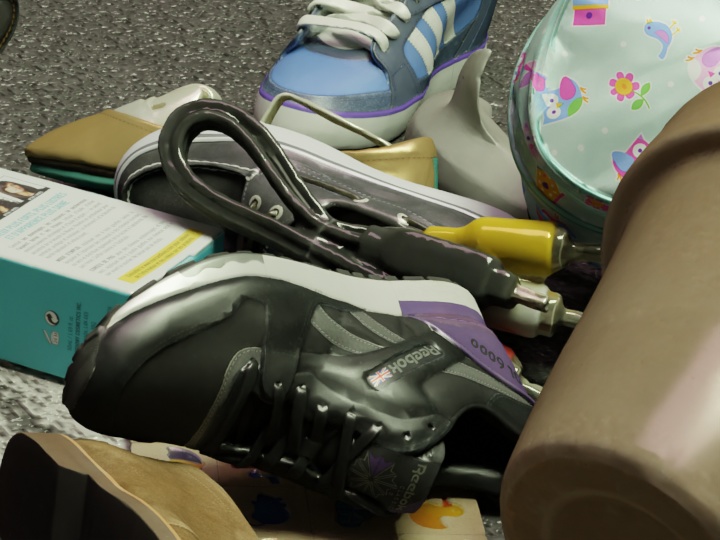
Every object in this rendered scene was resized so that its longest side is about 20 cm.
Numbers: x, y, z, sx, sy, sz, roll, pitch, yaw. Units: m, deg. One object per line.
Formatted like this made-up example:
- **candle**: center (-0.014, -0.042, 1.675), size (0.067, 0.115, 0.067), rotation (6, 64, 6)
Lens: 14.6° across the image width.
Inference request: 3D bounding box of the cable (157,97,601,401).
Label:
- **cable**: center (0.000, 0.000, 1.169), size (0.199, 0.098, 0.050), rotation (21, -9, 17)

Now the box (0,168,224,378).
- **box**: center (-0.164, -0.007, 1.193), size (0.199, 0.049, 0.082), rotation (15, 26, 21)

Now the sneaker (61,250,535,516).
- **sneaker**: center (-0.011, 0.048, 1.032), size (0.199, 0.076, 0.088), rotation (-1, 41, -40)

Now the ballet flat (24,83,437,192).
- **ballet flat**: center (-0.056, -0.054, 1.296), size (0.199, 0.063, 0.069), rotation (13, 0, 12)

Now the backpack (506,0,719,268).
- **backpack**: center (0.162, -0.057, 1.186), size (0.199, 0.127, 0.168), rotation (14, 69, 12)

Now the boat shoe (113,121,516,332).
- **boat shoe**: center (-0.021, -0.011, 1.220), size (0.199, 0.070, 0.066), rotation (19, 25, 11)

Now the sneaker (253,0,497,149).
- **sneaker**: center (0.012, -0.156, 1.437), size (0.080, 0.147, 0.200), rotation (17, 27, 26)

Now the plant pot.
- **plant pot**: center (0.139, 0.055, 0.987), size (0.199, 0.201, 0.175), rotation (22, 48, 32)

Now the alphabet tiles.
- **alphabet tiles**: center (-0.035, 0.099, 1.039), size (0.166, 0.008, 0.200), rotation (2, 24, -7)

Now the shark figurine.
- **shark figurine**: center (0.076, -0.057, 1.306), size (0.128, 0.090, 0.214), rotation (-14, 28, -38)

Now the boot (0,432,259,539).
- **boot**: center (-0.055, 0.107, 0.934), size (0.075, 0.074, 0.200), rotation (4, 20, -28)

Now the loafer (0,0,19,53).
- **loafer**: center (-0.199, -0.072, 1.196), size (0.072, 0.073, 0.200), rotation (24, 38, 18)
